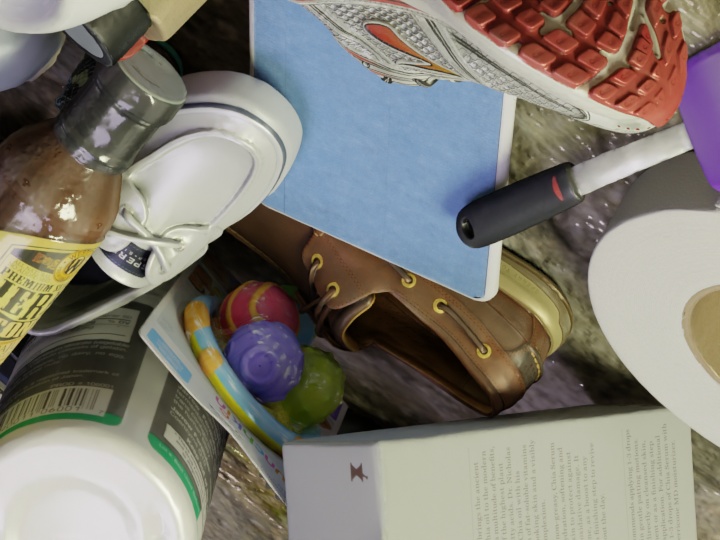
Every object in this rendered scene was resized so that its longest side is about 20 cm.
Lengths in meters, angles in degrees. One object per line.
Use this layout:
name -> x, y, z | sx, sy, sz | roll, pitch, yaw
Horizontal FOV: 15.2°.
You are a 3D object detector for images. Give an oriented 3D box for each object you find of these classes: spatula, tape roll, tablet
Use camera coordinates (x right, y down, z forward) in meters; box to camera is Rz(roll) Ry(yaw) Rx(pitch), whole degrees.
spatula -> 0.102, -0.043, 1.095 | 0.199, 0.020, 0.057 | -22, 87, 48
tape roll -> 0.191, 0.028, 1.139 | 0.202, 0.037, 0.203 | 26, 153, 15
tablet -> 0.009, -0.075, 1.160 | 0.129, 0.014, 0.201 | 24, 143, 18

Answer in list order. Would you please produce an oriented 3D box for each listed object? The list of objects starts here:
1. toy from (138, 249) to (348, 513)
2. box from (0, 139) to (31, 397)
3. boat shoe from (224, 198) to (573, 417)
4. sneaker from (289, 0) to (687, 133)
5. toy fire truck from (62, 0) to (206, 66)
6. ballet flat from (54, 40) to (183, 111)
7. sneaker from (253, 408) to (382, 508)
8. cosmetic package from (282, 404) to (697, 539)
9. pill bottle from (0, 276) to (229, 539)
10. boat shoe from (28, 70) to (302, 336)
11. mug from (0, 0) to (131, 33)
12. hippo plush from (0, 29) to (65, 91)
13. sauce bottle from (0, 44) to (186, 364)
toy -> -0.041, 0.039, 1.304 | 0.115, 0.047, 0.200 | 49, -171, -6
box -> -0.212, 0.010, 1.477 | 0.199, 0.086, 0.164 | 7, 145, 53
boat shoe -> 0.000, 0.000, 1.269 | 0.199, 0.068, 0.072 | 28, 154, 10
sneaker -> 0.040, -0.107, 1.037 | 0.199, 0.078, 0.082 | 32, 150, 24
toy fire truck -> -0.158, -0.165, 1.133 | 0.176, 0.129, 0.200 | 47, 169, -18
ballet flat -> -0.124, -0.044, 1.332 | 0.074, 0.074, 0.200 | 26, 153, 13
sneaker -> 0.036, 0.119, 1.447 | 0.200, 0.070, 0.090 | 38, 138, -10
cosmetic package -> 0.064, 0.119, 1.243 | 0.199, 0.102, 0.071 | -3, 180, -40
pill bottle -> -0.121, 0.081, 1.295 | 0.112, 0.200, 0.114 | 2, 114, 5
boat shoe -> -0.096, -0.022, 1.228 | 0.073, 0.066, 0.200 | 33, 142, -16
mug -> -0.073, -0.170, 0.939 | 0.199, 0.176, 0.148 | 18, 151, 27
hippo plush -> -0.210, -0.056, 1.251 | 0.158, 0.200, 0.162 | -5, 121, -2
sauce bottle -> -0.150, -0.018, 1.187 | 0.065, 0.065, 0.200 | 37, 116, -9
